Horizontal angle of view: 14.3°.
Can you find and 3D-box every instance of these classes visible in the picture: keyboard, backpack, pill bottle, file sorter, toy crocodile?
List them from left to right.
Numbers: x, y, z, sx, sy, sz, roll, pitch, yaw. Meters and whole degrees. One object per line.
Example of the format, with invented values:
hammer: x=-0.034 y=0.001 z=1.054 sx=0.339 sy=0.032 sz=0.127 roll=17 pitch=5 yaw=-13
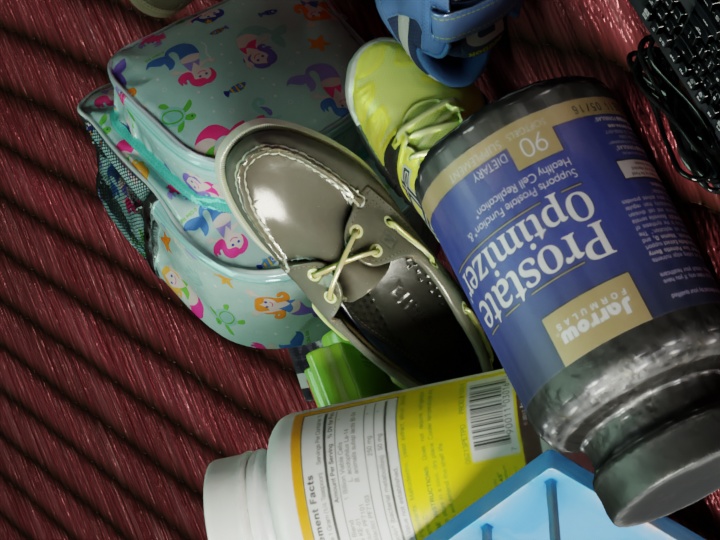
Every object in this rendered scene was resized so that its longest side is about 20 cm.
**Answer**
backpack: x=-0.050 y=-0.060 z=1.658 sx=0.200 sy=0.177 sz=0.151 roll=53 pitch=160 yaw=30
toy crocodile: x=0.006 y=0.067 z=1.632 sx=0.068 sy=0.062 sz=0.200 roll=67 pitch=-166 yaw=7
pill bottle: x=0.023 y=0.118 z=1.504 sx=0.109 sy=0.199 sz=0.110 roll=-12 pitch=-90 yaw=-78
file sorter: x=0.078 y=0.212 z=1.437 sx=0.200 sy=0.138 sz=0.123 roll=-38 pitch=34 yaw=33
pill bottle: x=0.115 y=0.016 z=1.386 sx=0.201 sy=0.111 sz=0.112 roll=63 pitch=159 yaw=18
keyboard: x=0.157 y=-0.078 z=1.293 sx=0.201 sy=0.039 sz=0.104 roll=61 pitch=158 yaw=26

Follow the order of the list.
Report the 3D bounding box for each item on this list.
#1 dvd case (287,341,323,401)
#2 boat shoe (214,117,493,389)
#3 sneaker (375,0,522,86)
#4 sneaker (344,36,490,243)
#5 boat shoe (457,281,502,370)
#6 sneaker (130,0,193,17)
dvd case: x=-0.039 y=-0.012 z=1.909 sx=0.149 sy=0.016 sz=0.201 roll=-14 pitch=94 yaw=69
boat shoe: x=0.002 y=-0.002 z=1.522 sx=0.202 sy=0.072 sz=0.060 roll=45 pitch=-172 yaw=-27
sneaker: x=0.053 y=-0.158 z=1.448 sx=0.200 sy=0.074 sz=0.083 roll=107 pitch=140 yaw=-72
sneaker: x=0.062 y=-0.047 z=1.508 sx=0.200 sy=0.075 sz=0.076 roll=53 pitch=173 yaw=15
boat shoe: x=0.092 y=0.100 z=1.607 sx=0.068 sy=0.072 sz=0.201 roll=59 pitch=-172 yaw=-69
sneaker: x=-0.147 y=-0.271 z=1.902 sx=0.075 sy=0.070 sz=0.201 roll=-31 pitch=82 yaw=51
